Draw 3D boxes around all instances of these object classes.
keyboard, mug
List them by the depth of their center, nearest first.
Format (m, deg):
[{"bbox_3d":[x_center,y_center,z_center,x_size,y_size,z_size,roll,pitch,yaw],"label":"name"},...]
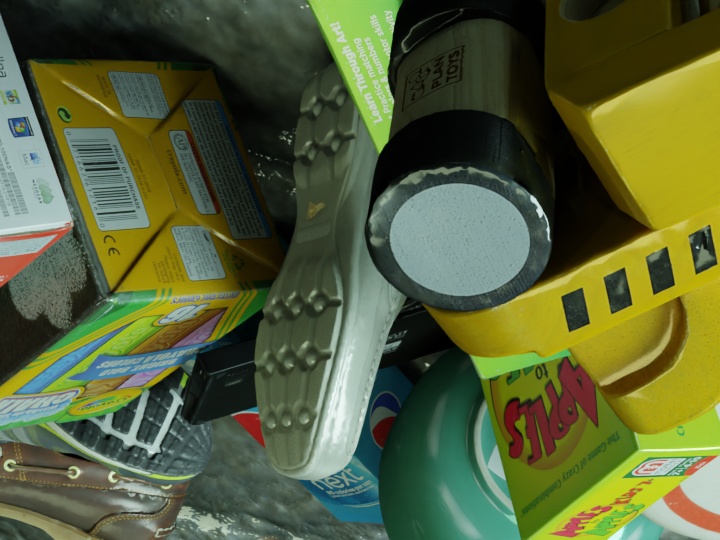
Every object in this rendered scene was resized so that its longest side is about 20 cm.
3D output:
[{"bbox_3d":[0.002,0.021,0.944,0.199,0.040,0.104,-16,159,-23],"label":"keyboard"},{"bbox_3d":[0.096,0.120,0.967,0.151,0.186,0.115,-17,164,-14],"label":"mug"}]

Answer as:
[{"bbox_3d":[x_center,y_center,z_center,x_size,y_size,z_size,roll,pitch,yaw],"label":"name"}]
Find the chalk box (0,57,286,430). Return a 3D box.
[{"bbox_3d":[-0.153,0.000,0.889,0.123,0.126,0.199,-5,158,-48],"label":"chalk box"}]

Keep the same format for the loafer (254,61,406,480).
[{"bbox_3d":[0.000,0.000,0.838,0.069,0.202,0.070,22,161,-36],"label":"loafer"}]

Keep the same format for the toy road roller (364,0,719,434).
[{"bbox_3d":[0.104,-0.038,0.585,0.199,0.123,0.146,-26,122,24],"label":"toy road roller"}]

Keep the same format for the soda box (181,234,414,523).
[{"bbox_3d":[-0.028,0.066,1.036,0.064,0.068,0.200,-3,142,37],"label":"soda box"}]

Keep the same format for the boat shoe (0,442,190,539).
[{"bbox_3d":[-0.196,0.106,1.055,0.199,0.070,0.071,22,105,-18],"label":"boat shoe"}]

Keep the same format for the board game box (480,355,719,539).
[{"bbox_3d":[0.091,0.009,0.820,0.047,0.201,0.102,2,150,-27],"label":"board game box"}]

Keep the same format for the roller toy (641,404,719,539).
[{"bbox_3d":[0.199,0.031,0.873,0.181,0.141,0.201,-9,144,9],"label":"roller toy"}]

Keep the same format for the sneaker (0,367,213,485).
[{"bbox_3d":[-0.174,0.065,0.991,0.199,0.074,0.081,24,151,-1],"label":"sneaker"}]

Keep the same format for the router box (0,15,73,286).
[{"bbox_3d":[-0.221,-0.072,0.814,0.049,0.201,0.179,-10,165,-44],"label":"router box"}]

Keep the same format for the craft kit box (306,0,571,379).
[{"bbox_3d":[0.102,-0.065,0.669,0.196,0.049,0.201,-16,124,15],"label":"craft kit box"}]
